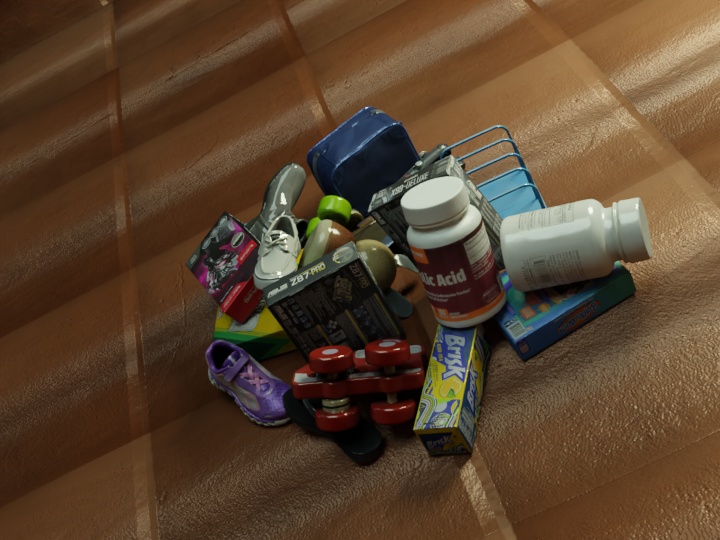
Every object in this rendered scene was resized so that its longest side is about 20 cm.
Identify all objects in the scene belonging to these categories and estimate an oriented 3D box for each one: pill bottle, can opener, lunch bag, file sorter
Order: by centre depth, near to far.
[{"bbox_3d":[0.312,-0.041,1.540,0.199,0.115,0.115,-12,41,22],"label":"pill bottle"},{"bbox_3d":[0.134,-0.027,1.560,0.114,0.201,0.114,-18,25,9],"label":"pill bottle"},{"bbox_3d":[0.224,-0.129,1.771,0.138,0.123,0.200,-24,37,8],"label":"file sorter"},{"bbox_3d":[0.096,-0.157,1.937,0.200,0.064,0.079,-38,38,-10],"label":"can opener"},{"bbox_3d":[0.008,-0.213,2.001,0.200,0.136,0.132,-37,38,-11],"label":"lunch bag"}]

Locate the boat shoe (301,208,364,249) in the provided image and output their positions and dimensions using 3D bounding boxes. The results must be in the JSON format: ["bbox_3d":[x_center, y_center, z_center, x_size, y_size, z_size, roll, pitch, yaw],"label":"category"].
[{"bbox_3d":[-0.088,-0.066,1.950,0.199,0.073,0.065,-26,42,6],"label":"boat shoe"}]

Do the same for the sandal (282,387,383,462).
[{"bbox_3d":[-0.040,0.216,1.597,0.076,0.043,0.200,-35,41,-30],"label":"sandal"}]

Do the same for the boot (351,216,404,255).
[{"bbox_3d":[0.003,-0.021,1.836,0.097,0.075,0.200,16,55,48],"label":"boot"}]

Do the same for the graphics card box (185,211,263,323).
[{"bbox_3d":[-0.222,-0.009,1.865,0.126,0.051,0.200,-52,38,5],"label":"graphics card box"}]

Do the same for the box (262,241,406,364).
[{"bbox_3d":[-0.038,0.067,1.656,0.161,0.200,0.049,-27,42,6],"label":"box"}]

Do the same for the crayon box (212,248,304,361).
[{"bbox_3d":[-0.164,0.065,1.862,0.172,0.058,0.201,-19,39,15],"label":"crayon box"}]

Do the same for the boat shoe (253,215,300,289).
[{"bbox_3d":[-0.131,-0.031,1.706,0.072,0.066,0.200,-2,24,10],"label":"boat shoe"}]

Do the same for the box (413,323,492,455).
[{"bbox_3d":[0.136,0.166,1.538,0.070,0.064,0.201,-8,41,26],"label":"box"}]

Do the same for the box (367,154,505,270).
[{"bbox_3d":[0.133,-0.066,1.664,0.157,0.200,0.050,-26,28,34],"label":"box"}]

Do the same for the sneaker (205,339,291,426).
[{"bbox_3d":[-0.181,0.174,1.707,0.200,0.089,0.080,30,63,33],"label":"sneaker"}]

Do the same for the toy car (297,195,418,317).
[{"bbox_3d":[0.000,0.000,1.751,0.199,0.158,0.165,19,63,-8],"label":"toy car"}]

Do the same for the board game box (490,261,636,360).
[{"bbox_3d":[0.290,0.030,1.605,0.199,0.045,0.152,-32,36,0],"label":"board game box"}]

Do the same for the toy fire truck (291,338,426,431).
[{"bbox_3d":[0.001,0.154,1.579,0.199,0.113,0.168,-6,11,3],"label":"toy fire truck"}]

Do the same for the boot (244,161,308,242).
[{"bbox_3d":[-0.131,-0.097,1.923,0.131,0.070,0.201,19,79,52],"label":"boot"}]

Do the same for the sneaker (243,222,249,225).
[{"bbox_3d":[-0.213,-0.039,2.016,0.200,0.079,0.089,-39,26,-21],"label":"sneaker"}]
